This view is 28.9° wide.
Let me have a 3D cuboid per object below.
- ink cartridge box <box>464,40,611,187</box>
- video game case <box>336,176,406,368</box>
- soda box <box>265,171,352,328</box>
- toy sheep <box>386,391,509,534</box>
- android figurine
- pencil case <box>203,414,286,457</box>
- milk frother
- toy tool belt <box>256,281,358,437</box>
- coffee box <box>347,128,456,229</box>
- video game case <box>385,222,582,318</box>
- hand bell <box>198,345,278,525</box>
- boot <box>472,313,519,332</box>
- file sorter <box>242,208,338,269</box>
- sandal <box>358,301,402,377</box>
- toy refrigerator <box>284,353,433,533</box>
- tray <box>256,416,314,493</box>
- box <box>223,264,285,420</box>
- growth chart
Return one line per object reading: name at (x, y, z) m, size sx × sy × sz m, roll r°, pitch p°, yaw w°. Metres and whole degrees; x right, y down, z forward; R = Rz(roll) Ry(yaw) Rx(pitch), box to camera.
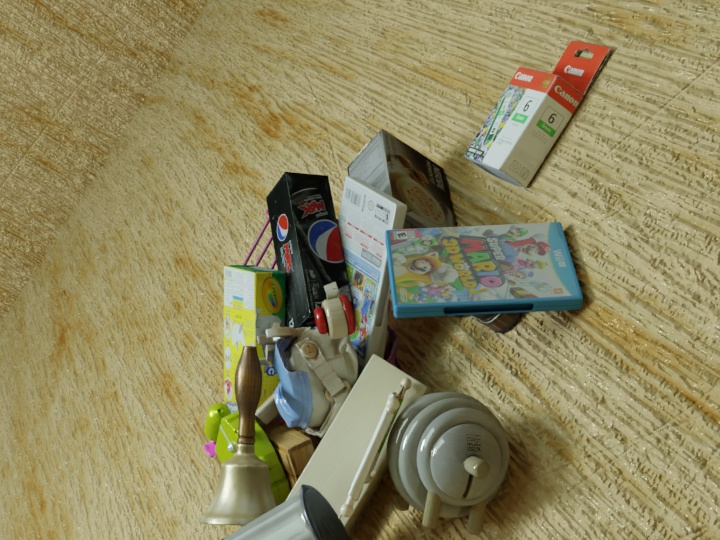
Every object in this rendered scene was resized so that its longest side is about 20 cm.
ink cartridge box at (0.217, -0.206, 1.722) m, size 0.201 × 0.050 × 0.109 m, roll -58°, pitch 24°, yaw 1°
video game case at (0.000, 0.000, 1.691) m, size 0.143 × 0.018 × 0.202 m, roll 34°, pitch 117°, yaw 59°
soda box at (-0.064, -0.019, 1.728) m, size 0.071 × 0.063 × 0.202 m, roll -46°, pitch 48°, yaw 51°
toy sheep at (0.089, 0.189, 1.405) m, size 0.139 × 0.137 × 0.200 m, roll -61°, pitch 19°, yaw -8°
android figurine at (-0.138, 0.247, 1.730) m, size 0.041 × 0.183 × 0.200 m, roll -25°, pitch -18°, yaw -20°
pencil case at (-0.123, 0.183, 1.870) m, size 0.200 × 0.088 × 0.089 m, roll -45°, pitch 27°, yaw 27°
milk frother at (-0.091, 0.338, 1.539) m, size 0.187 × 0.181 × 0.200 m, roll -31°, pitch 15°, yaw 9°
toy tool belt at (-0.068, 0.112, 1.623) m, size 0.201 × 0.122 × 0.126 m, roll 90°, pitch 164°, yaw -51°
coffee box at (0.055, -0.082, 1.811) m, size 0.080 × 0.114 × 0.201 m, roll -47°, pitch 25°, yaw 24°
video game case at (0.130, -0.003, 1.509) m, size 0.144 × 0.198 × 0.018 m, roll -95°, pitch 3°, yaw -54°
hand bell at (-0.132, 0.188, 1.600) m, size 0.104 × 0.103 × 0.202 m, roll -9°, pitch 79°, yaw 59°
boot at (0.106, 0.008, 1.622) m, size 0.075 × 0.097 × 0.200 m, roll -60°, pitch 24°, yaw -3°
file sorter at (-0.062, 0.003, 1.901) m, size 0.126 × 0.138 × 0.200 m, roll -62°, pitch 24°, yaw -8°
sandal at (0.024, 0.125, 1.708) m, size 0.082 × 0.049 × 0.205 m, roll 140°, pitch 141°, yaw -63°
toy refrigerator at (0.000, 0.203, 1.599) m, size 0.201 × 0.076 × 0.070 m, roll -59°, pitch -13°, yaw -3°
tray at (-0.100, 0.239, 1.741) m, size 0.037 × 0.099 × 0.200 m, roll -21°, pitch 14°, yaw -20°
box at (-0.133, 0.097, 1.746) m, size 0.117 × 0.048 × 0.202 m, roll -168°, pitch 80°, yaw -65°
growth chart at (0.015, 0.187, 1.467) m, size 0.200 × 0.018 × 0.146 m, roll -2°, pitch -65°, yaw -85°
